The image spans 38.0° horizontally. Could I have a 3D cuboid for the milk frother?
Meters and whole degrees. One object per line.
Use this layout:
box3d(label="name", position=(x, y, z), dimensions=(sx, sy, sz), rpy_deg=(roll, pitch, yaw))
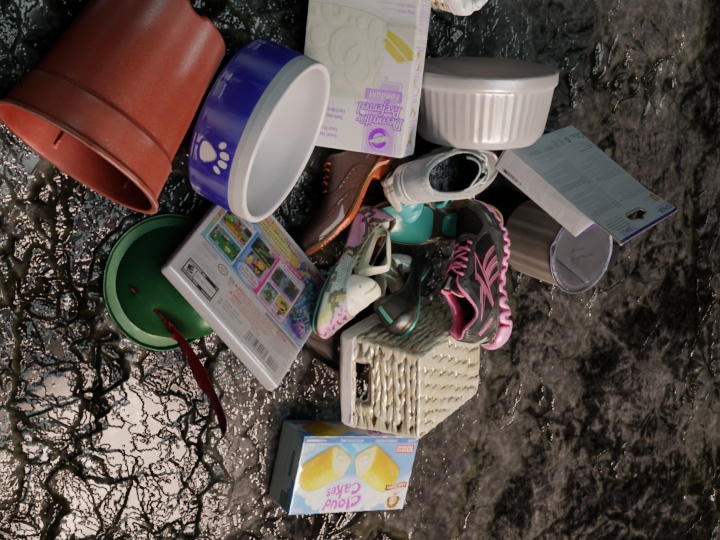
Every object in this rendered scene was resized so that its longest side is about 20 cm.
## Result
box3d(label="milk frother", position=(0.278, -0.093, 1.500), dimensions=(0.179, 0.187, 0.203), rpy_deg=(-13, 111, -31))

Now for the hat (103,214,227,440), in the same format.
box3d(label="hat", position=(-0.190, 0.046, 1.234), dimensions=(0.165, 0.175, 0.201), rpy_deg=(-41, 122, -16))

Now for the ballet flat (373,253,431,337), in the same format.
box3d(label="ballet flat", position=(0.054, 0.015, 1.409), dimensions=(0.068, 0.200, 0.068), rpy_deg=(39, 112, -9))

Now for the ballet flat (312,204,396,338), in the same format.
box3d(label="ballet flat", position=(0.000, 0.000, 1.345), dimensions=(0.069, 0.070, 0.202), rpy_deg=(72, 33, -52))

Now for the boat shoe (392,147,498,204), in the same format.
box3d(label="boat shoe", position=(0.129, -0.123, 1.347), dimensions=(0.199, 0.071, 0.071), rpy_deg=(-18, 101, -44))

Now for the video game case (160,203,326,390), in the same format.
box3d(label="video game case", position=(-0.131, 0.014, 1.279), dimensions=(0.201, 0.024, 0.183), rpy_deg=(50, 43, -18))

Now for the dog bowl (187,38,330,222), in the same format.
box3d(label="dog bowl", position=(-0.116, -0.163, 1.216), dimensions=(0.201, 0.078, 0.201), rpy_deg=(-59, 168, -22))

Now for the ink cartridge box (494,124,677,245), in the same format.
box3d(label="ink cartridge box", position=(0.305, -0.108, 1.401), dimensions=(0.199, 0.200, 0.041), rpy_deg=(-22, 149, -49))

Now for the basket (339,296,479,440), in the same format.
box3d(label="basket", position=(0.073, 0.129, 1.426), dimensions=(0.199, 0.122, 0.138), rpy_deg=(-27, 121, -55))

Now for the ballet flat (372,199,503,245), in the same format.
box3d(label="ballet flat", position=(0.100, -0.072, 1.463), dimensions=(0.197, 0.063, 0.070), rpy_deg=(4, 114, -14))

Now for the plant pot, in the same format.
box3d(label="plant pot", position=(-0.254, -0.198, 1.123), dimensions=(0.200, 0.200, 0.197), rpy_deg=(40, 73, -35))

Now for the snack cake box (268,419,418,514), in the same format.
box3d(label="snack cake box", position=(-0.023, 0.278, 1.483), dimensions=(0.198, 0.067, 0.117), rpy_deg=(6, 100, -34))

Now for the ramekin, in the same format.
box3d(label="ramekin", position=(0.157, -0.221, 1.377), dimensions=(0.200, 0.202, 0.096), rpy_deg=(-9, 112, -31))

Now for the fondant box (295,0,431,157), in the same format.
box3d(label="fondant box", position=(0.003, -0.251, 1.298), dimensions=(0.058, 0.142, 0.203), rpy_deg=(-33, 131, -69))

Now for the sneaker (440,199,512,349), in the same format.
box3d(label="sneaker", position=(0.145, 0.004, 1.385), dimensions=(0.094, 0.079, 0.203), rpy_deg=(1, 80, -37))

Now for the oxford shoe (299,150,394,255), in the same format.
box3d(label="oxford shoe", position=(-0.030, -0.111, 1.373), dimensions=(0.072, 0.071, 0.201), rpy_deg=(39, 74, -18))

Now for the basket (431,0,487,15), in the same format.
box3d(label="basket", position=(0.114, -0.455, 1.301), dimensions=(0.200, 0.160, 0.199), rpy_deg=(-41, 122, -18))

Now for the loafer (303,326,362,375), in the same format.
box3d(label="loafer", position=(-0.063, 0.071, 1.401), dimensions=(0.200, 0.073, 0.072), rpy_deg=(39, 72, -40))

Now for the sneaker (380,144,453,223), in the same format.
box3d(label="sneaker", position=(0.105, -0.127, 1.422), dimensions=(0.199, 0.077, 0.080), rpy_deg=(-32, 98, -37))
